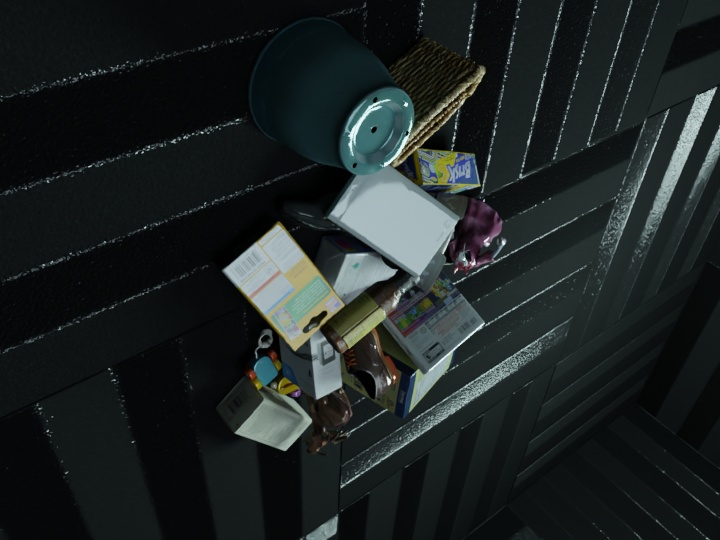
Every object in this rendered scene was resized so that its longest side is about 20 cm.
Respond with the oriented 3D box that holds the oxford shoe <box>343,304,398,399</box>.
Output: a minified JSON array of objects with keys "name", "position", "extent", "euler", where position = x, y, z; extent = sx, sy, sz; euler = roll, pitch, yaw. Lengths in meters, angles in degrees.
[{"name":"oxford shoe","position":[-0.004,0.150,1.294],"extent":[0.071,0.200,0.073],"euler":[-25,-167,48]}]

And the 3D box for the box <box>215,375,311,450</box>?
[{"name":"box","position":[-0.197,0.302,1.437],"extent":[0.095,0.078,0.200],"euler":[-48,145,-2]}]

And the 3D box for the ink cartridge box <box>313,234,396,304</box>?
[{"name":"ink cartridge box","position":[0.000,0.000,1.362],"extent":[0.200,0.076,0.137],"euler":[-4,127,-43]}]

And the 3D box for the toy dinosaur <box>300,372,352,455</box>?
[{"name":"toy dinosaur","position":[-0.057,0.298,1.424],"extent":[0.086,0.136,0.200],"euler":[-15,162,-32]}]

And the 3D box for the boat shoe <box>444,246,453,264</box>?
[{"name":"boat shoe","position":[0.146,-0.057,1.473],"extent":[0.200,0.065,0.073],"euler":[12,115,-50]}]

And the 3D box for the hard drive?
[{"name":"hard drive","position":[0.057,-0.093,1.185],"extent":[0.200,0.026,0.132],"euler":[33,95,-21]}]

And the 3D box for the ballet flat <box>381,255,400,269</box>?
[{"name":"ballet flat","position":[0.046,-0.099,1.292],"extent":[0.068,0.068,0.200],"euler":[-7,88,-17]}]

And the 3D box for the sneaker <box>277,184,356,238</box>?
[{"name":"sneaker","position":[-0.054,-0.110,1.208],"extent":[0.200,0.076,0.091],"euler":[8,95,-38]}]

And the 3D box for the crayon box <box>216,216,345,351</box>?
[{"name":"crayon box","position":[-0.135,0.025,1.189],"extent":[0.126,0.052,0.200],"euler":[-42,115,-9]}]

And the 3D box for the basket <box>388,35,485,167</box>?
[{"name":"basket","position":[0.106,-0.263,1.162],"extent":[0.200,0.149,0.143],"euler":[-44,145,-8]}]

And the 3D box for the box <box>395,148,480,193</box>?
[{"name":"box","position":[0.147,-0.187,1.315],"extent":[0.200,0.064,0.070],"euler":[-7,86,-50]}]

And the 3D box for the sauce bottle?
[{"name":"sauce bottle","position":[0.021,0.066,1.242],"extent":[0.200,0.066,0.066],"euler":[-37,144,-13]}]

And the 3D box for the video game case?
[{"name":"video game case","position":[0.133,0.086,1.385],"extent":[0.200,0.182,0.023],"euler":[-33,170,-38]}]

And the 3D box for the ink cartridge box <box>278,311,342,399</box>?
[{"name":"ink cartridge box","position":[-0.100,0.126,1.301],"extent":[0.067,0.116,0.200],"euler":[-21,119,-34]}]

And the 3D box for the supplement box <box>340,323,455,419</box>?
[{"name":"supplement box","position":[0.071,0.162,1.449],"extent":[0.200,0.200,0.134],"euler":[-40,148,-40]}]

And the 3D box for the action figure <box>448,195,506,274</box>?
[{"name":"action figure","position":[0.231,-0.062,1.501],"extent":[0.200,0.134,0.149],"euler":[-61,-179,-33]}]

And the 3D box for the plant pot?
[{"name":"plant pot","position":[-0.031,-0.238,1.005],"extent":[0.200,0.188,0.200],"euler":[-28,141,-26]}]

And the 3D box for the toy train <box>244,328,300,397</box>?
[{"name":"toy train","position":[-0.154,0.175,1.391],"extent":[0.200,0.056,0.150],"euler":[17,94,-46]}]

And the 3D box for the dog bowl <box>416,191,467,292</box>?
[{"name":"dog bowl","position":[0.139,-0.060,1.326],"extent":[0.200,0.059,0.200],"euler":[23,90,-90]}]
